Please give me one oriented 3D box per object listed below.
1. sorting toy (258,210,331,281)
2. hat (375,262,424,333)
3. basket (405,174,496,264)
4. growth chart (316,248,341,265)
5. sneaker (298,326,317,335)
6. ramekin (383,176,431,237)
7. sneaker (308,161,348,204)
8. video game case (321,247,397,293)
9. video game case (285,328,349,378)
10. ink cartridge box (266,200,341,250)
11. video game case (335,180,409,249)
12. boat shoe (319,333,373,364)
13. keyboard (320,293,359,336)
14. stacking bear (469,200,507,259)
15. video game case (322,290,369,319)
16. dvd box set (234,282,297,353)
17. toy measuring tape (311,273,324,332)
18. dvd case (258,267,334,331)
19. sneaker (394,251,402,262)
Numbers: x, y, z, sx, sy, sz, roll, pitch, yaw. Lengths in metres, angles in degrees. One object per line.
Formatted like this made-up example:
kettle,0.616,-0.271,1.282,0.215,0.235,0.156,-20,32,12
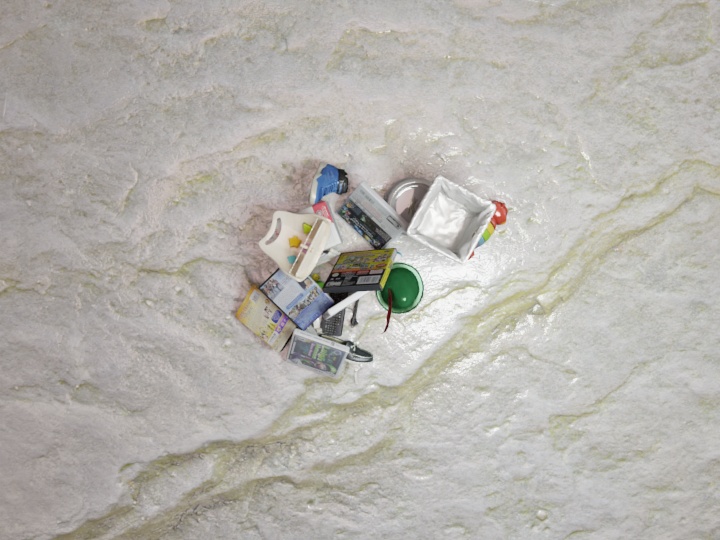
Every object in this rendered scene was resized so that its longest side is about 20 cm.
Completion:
sorting toy,-0.204,-0.090,1.515,0.180,0.107,0.200,27,87,8
hat,0.133,0.080,1.633,0.165,0.176,0.200,-6,95,0
basket,0.262,-0.147,1.512,0.200,0.161,0.198,29,95,2
growth chart,-0.161,-0.025,1.643,0.200,0.145,0.018,-23,82,4
sneaker,-0.219,0.174,1.693,0.082,0.077,0.200,-30,81,28
ramekin,0.170,-0.206,1.645,0.200,0.105,0.200,0,95,-1
sneaker,-0.095,-0.267,1.604,0.111,0.200,0.077,17,129,-3
video game case,0.000,0.000,1.583,0.200,0.181,0.026,-4,128,27
video game case,-0.144,0.275,1.653,0.182,0.200,0.023,19,50,-2
ink cartridge box,-0.175,-0.120,1.630,0.200,0.145,0.145,-20,95,1
video game case,0.035,-0.167,1.627,0.200,0.182,0.023,43,51,-4
boat shoe,-0.049,0.262,1.699,0.200,0.076,0.060,13,104,-2
keyboard,-0.063,0.125,1.716,0.127,0.021,0.200,8,96,-1
stacking bear,0.393,-0.144,1.652,0.200,0.121,0.114,-41,83,1
video game case,-0.025,0.090,1.607,0.200,0.182,0.024,-31,87,-13
dvd box set,-0.305,0.157,1.669,0.200,0.029,0.146,38,114,9
toy measuring tape,-0.134,0.109,1.686,0.073,0.074,0.200,-6,94,0
dvd case,-0.199,0.076,1.582,0.143,0.018,0.200,-43,100,10
sneaker,0.047,-0.008,1.680,0.200,0.077,0.081,-21,93,11
